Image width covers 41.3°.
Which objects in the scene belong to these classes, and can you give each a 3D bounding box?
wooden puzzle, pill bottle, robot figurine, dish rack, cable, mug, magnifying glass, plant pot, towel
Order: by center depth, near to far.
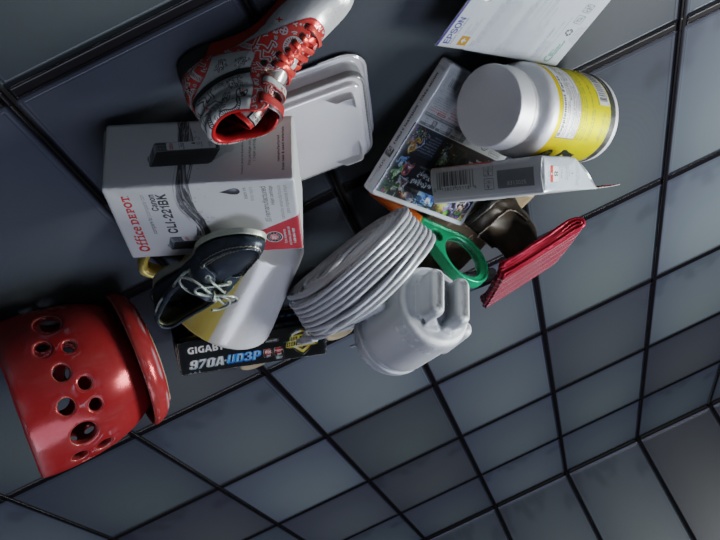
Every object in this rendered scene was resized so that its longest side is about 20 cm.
[{"bbox_3d":[-0.074,-0.152,1.096,0.198,0.044,0.172,-21,152,-6],"label":"dish rack"},{"bbox_3d":[0.214,-0.191,1.151,0.199,0.115,0.114,-3,145,-44],"label":"pill bottle"},{"bbox_3d":[-0.157,-0.004,1.177,0.186,0.150,0.154,-12,144,-51],"label":"mug"},{"bbox_3d":[0.000,0.000,1.196,0.200,0.069,0.200,-44,-171,-28],"label":"cable"},{"bbox_3d":[-0.351,0.132,1.206,0.181,0.201,0.201,-23,153,-21],"label":"plant pot"},{"bbox_3d":[0.065,0.070,1.272,0.168,0.114,0.200,22,145,-23],"label":"robot figurine"},{"bbox_3d":[0.092,-0.049,1.279,0.200,0.080,0.022,40,129,-12],"label":"magnifying glass"},{"bbox_3d":[0.244,-0.010,1.375,0.144,0.023,0.200,-31,167,-9],"label":"towel"},{"bbox_3d":[0.136,-0.070,1.398,0.199,0.047,0.185,-1,144,-44],"label":"wooden puzzle"}]

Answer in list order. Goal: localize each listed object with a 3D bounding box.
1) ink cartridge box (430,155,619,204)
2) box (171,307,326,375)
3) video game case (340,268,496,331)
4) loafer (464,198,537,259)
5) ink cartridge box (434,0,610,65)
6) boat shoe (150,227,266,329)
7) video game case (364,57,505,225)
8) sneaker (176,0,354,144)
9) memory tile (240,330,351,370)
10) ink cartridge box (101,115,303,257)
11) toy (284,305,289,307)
[{"bbox_3d":[0.209,-0.116,1.189,0.161,0.051,0.199,-2,-173,41],"label":"ink cartridge box"},{"bbox_3d":[-0.158,0.095,1.321,0.198,0.047,0.159,-8,-172,-13],"label":"box"},{"bbox_3d":[0.084,0.045,1.447,0.199,0.024,0.181,-24,171,36],"label":"video game case"},{"bbox_3d":[0.214,-0.057,1.353,0.073,0.072,0.199,-40,158,20],"label":"loafer"},{"bbox_3d":[0.198,-0.315,1.035,0.198,0.044,0.197,0,145,-36],"label":"ink cartridge box"},{"bbox_3d":[-0.172,0.010,1.056,0.074,0.062,0.199,22,145,-40],"label":"boat shoe"},{"bbox_3d":[0.116,-0.155,1.203,0.199,0.023,0.183,14,113,-50],"label":"video game case"},{"bbox_3d":[-0.079,-0.201,0.942,0.200,0.109,0.067,-27,151,5],"label":"sneaker"},{"bbox_3d":[-0.099,0.099,1.506,0.198,0.017,0.154,-19,158,-13],"label":"memory tile"},{"bbox_3d":[-0.165,-0.087,1.028,0.198,0.085,0.145,-3,152,0],"label":"ink cartridge box"},{"bbox_3d":[-0.004,0.016,1.406,0.198,0.048,0.115,-7,177,-37],"label":"toy"}]
